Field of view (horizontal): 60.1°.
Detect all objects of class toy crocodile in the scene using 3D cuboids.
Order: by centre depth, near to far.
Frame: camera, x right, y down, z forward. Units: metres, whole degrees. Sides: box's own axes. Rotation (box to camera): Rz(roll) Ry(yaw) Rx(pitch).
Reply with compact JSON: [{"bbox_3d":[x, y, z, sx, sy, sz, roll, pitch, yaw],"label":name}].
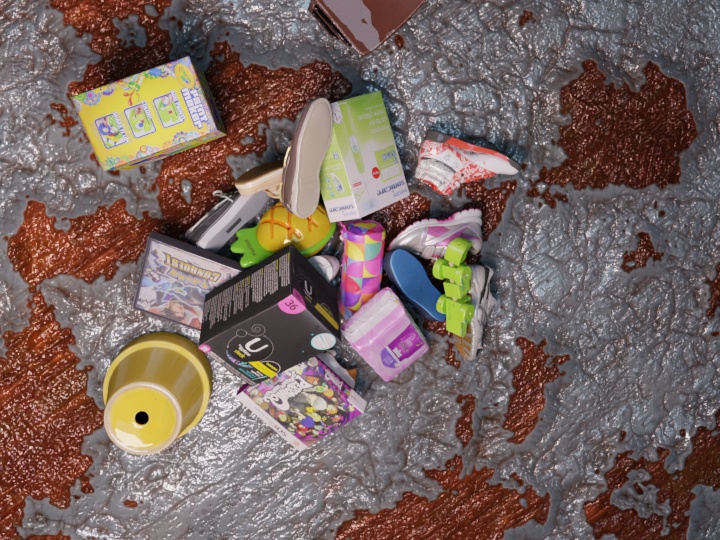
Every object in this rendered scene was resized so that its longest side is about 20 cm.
[{"bbox_3d":[0.184,0.035,1.178,0.062,0.067,0.202,-30,123,-38],"label":"toy crocodile"}]

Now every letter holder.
[{"bbox_3d":[0.026,-0.493,1.114,0.200,0.101,0.142,-45,104,1],"label":"letter holder"}]

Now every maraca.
[{"bbox_3d":[-0.139,-0.067,1.145,0.199,0.137,0.108,-27,138,-17],"label":"maraca"}]

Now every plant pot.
[{"bbox_3d":[-0.378,0.233,1.134,0.198,0.189,0.203,-1,100,-7],"label":"plant pot"}]

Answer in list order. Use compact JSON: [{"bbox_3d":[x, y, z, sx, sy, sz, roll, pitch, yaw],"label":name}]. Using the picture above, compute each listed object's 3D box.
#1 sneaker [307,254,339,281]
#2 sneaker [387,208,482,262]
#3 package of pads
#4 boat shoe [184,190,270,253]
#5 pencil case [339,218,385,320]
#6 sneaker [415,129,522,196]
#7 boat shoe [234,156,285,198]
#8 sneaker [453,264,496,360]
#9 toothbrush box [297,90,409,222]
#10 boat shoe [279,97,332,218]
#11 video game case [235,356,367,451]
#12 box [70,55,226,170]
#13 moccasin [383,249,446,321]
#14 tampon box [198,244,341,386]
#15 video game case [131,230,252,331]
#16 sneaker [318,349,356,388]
[{"bbox_3d":[-0.129,0.028,1.196,0.198,0.081,0.077,-21,97,17],"label":"sneaker"},{"bbox_3d":[0.152,-0.053,1.202,0.198,0.081,0.089,-15,78,-4],"label":"sneaker"},{"bbox_3d":[0.050,0.125,1.181,0.120,0.076,0.200,-38,147,-1],"label":"package of pads"},{"bbox_3d":[-0.241,-0.115,1.155,0.068,0.074,0.200,39,82,16],"label":"boat shoe"},{"bbox_3d":[0.000,0.000,1.178,0.087,0.089,0.202,-3,116,-8],"label":"pencil case"},{"bbox_3d":[0.204,-0.190,1.208,0.199,0.067,0.109,17,98,-7],"label":"sneaker"},{"bbox_3d":[-0.137,-0.162,1.122,0.199,0.073,0.070,-31,120,-41],"label":"boat shoe"},{"bbox_3d":[0.238,0.084,1.255,0.087,0.075,0.202,-13,113,-27],"label":"sneaker"},{"bbox_3d":[-0.009,-0.207,1.131,0.145,0.086,0.202,-27,106,-41],"label":"toothbrush box"},{"bbox_3d":[-0.096,-0.193,1.051,0.071,0.059,0.202,-11,119,-45],"label":"boat shoe"},{"bbox_3d":[-0.117,0.249,1.201,0.181,0.036,0.200,44,123,-13],"label":"video game case"},{"bbox_3d":[-0.342,-0.258,1.049,0.191,0.200,0.123,-21,102,-3],"label":"box"},{"bbox_3d":[0.095,0.038,1.200,0.081,0.068,0.200,-54,126,-25],"label":"moccasin"},{"bbox_3d":[-0.155,0.083,1.084,0.199,0.127,0.150,-28,131,19],"label":"tampon box"},{"bbox_3d":[-0.308,0.035,1.149,0.198,0.026,0.182,20,127,-11],"label":"video game case"},{"bbox_3d":[-0.100,0.185,1.238,0.198,0.073,0.085,28,61,-4],"label":"sneaker"}]
